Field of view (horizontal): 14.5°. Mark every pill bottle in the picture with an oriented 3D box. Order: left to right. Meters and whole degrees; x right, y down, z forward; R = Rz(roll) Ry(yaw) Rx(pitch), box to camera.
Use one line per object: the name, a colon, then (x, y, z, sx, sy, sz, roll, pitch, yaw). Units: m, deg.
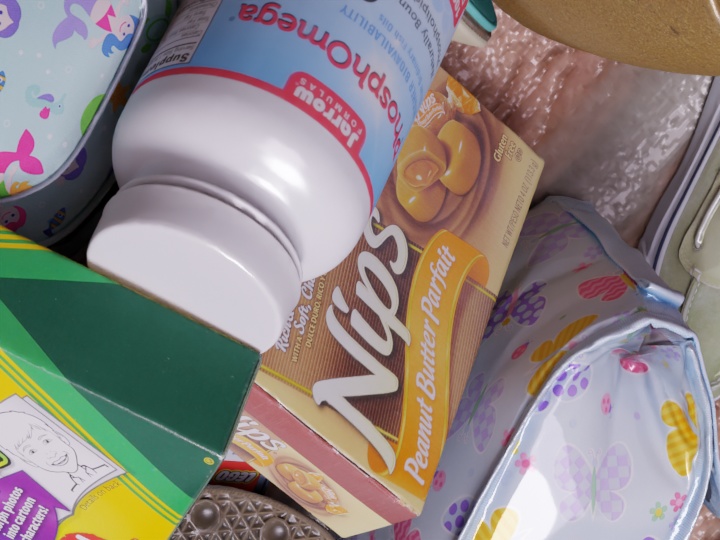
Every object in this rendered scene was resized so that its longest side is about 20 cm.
pill bottle: (-0.034, -0.067, 1.144, 0.109, 0.108, 0.201, 42, 53, -26)

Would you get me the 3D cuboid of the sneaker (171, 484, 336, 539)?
sneaker: (-0.107, 0.127, 1.303, 0.199, 0.075, 0.071, 8, 91, -18)

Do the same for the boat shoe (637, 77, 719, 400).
boat shoe: (0.180, -0.024, 1.339, 0.072, 0.062, 0.201, 8, 107, -20)

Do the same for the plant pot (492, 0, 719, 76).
plant pot: (0.152, -0.158, 1.205, 0.185, 0.200, 0.187, -6, 112, -16)

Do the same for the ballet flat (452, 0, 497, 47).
ballet flat: (-0.012, -0.172, 1.231, 0.069, 0.069, 0.200, -33, 114, -3)

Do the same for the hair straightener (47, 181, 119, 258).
hair straightener: (-0.089, -0.039, 1.262, 0.077, 0.041, 0.200, 31, 99, -24)

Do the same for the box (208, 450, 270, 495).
box: (-0.125, 0.052, 1.262, 0.199, 0.035, 0.110, 4, 138, -18)

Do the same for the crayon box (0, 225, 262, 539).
crayon box: (-0.155, 0.065, 1.150, 0.172, 0.058, 0.200, 26, 142, -7)

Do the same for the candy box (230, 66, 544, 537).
candy box: (0.000, 0.000, 1.233, 0.115, 0.055, 0.201, 39, 53, -25)

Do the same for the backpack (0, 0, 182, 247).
backpack: (-0.170, -0.103, 1.153, 0.200, 0.150, 0.178, 33, 84, -39)

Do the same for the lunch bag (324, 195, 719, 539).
lunch bag: (0.085, 0.080, 1.289, 0.127, 0.170, 0.201, 18, 103, -21)
